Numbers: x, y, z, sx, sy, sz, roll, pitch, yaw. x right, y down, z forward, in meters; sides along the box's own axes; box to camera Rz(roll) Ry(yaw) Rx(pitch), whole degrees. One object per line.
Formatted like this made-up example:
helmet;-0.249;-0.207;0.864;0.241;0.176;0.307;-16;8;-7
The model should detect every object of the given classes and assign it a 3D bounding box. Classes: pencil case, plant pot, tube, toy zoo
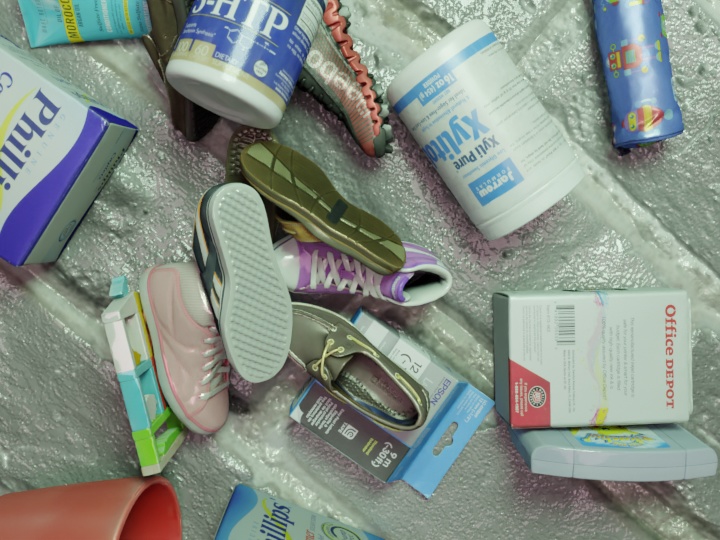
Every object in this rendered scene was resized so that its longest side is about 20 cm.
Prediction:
pencil case;0.304;-0.232;0.806;0.078;0.087;0.201;-8;95;36
plant pot;-0.310;0.319;0.786;0.176;0.200;0.202;1;94;7
tube;-0.273;-0.285;0.803;0.198;0.051;0.078;-1;121;0
toy zoo;-0.234;0.103;0.792;0.020;0.131;0.201;-13;94;0

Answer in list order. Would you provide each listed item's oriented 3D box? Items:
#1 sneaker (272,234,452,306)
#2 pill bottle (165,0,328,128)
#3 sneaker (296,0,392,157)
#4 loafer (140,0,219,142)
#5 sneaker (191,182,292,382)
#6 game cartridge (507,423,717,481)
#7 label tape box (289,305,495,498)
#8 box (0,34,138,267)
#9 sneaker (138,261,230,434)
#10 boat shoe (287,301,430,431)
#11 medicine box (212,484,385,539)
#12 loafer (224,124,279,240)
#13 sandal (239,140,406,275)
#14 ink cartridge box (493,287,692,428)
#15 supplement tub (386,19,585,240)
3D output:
sneaker;0.000;-0.001;0.777;0.199;0.114;0.073;-1;105;-13
pill bottle;-0.099;-0.254;0.716;0.119;0.120;0.201;21;85;-3
sneaker;-0.033;-0.209;0.804;0.097;0.071;0.201;-25;92;0
loafer;-0.190;-0.236;0.777;0.071;0.073;0.201;17;126;19
sneaker;-0.121;0.010;0.746;0.078;0.079;0.201;-12;103;-29
game cartridge;0.275;0.192;0.809;0.198;0.133;0.041;1;100;-2
label tape box;0.040;0.157;0.835;0.200;0.066;0.144;36;92;-2
box;-0.380;-0.135;0.784;0.199;0.105;0.184;33;93;-4
sneaker;-0.166;0.083;0.800;0.104;0.075;0.201;-12;98;27
boat shoe;-0.014;0.100;0.767;0.200;0.060;0.072;36;94;4
medicine box;-0.072;0.339;0.787;0.199;0.182;0.103;22;93;-3
loafer;-0.122;-0.066;0.817;0.076;0.067;0.201;17;109;1
sandal;-0.045;-0.054;0.736;0.200;0.080;0.054;37;128;0
ink cartridge box;0.257;0.095;0.824;0.198;0.083;0.147;-1;91;-2
supplement tub;0.132;-0.148;0.782;0.132;0.132;0.200;-36;93;1
